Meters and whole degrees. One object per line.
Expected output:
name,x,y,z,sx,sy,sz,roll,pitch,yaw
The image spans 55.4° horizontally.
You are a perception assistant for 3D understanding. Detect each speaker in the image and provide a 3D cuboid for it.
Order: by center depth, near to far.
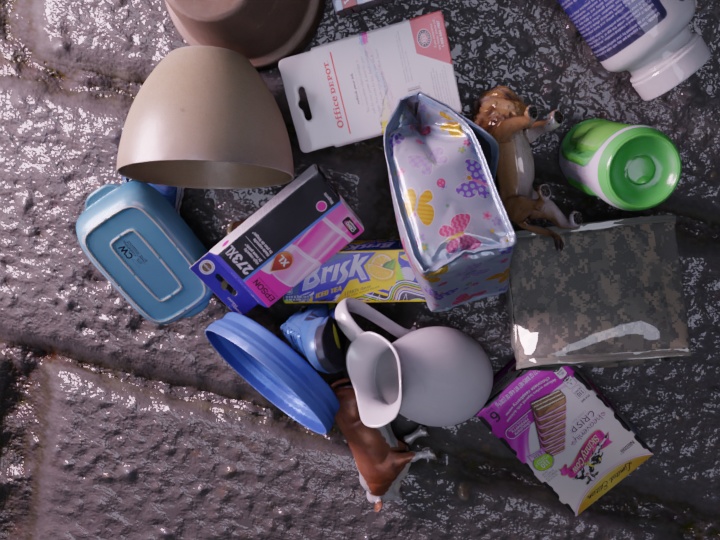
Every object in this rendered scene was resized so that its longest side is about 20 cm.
speaker,0.275,-0.120,0.748,0.087,0.200,0.090,1,105,3

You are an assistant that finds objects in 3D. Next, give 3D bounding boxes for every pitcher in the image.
pitcher,0.065,0.109,0.846,0.121,0.198,0.173,-46,55,29

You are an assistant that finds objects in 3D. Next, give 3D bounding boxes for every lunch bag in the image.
lunch bag,0.096,-0.079,0.757,0.125,0.170,0.203,-18,69,3
lunch bag,0.267,0.031,0.812,0.196,0.118,0.167,-3,79,4

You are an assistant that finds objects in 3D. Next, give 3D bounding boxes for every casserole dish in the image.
casserole dish,-0.257,-0.013,0.832,0.120,0.039,0.201,-31,116,7

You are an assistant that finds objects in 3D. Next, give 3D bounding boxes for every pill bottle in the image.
pill bottle,0.290,-0.293,0.750,0.110,0.111,0.201,-37,98,13

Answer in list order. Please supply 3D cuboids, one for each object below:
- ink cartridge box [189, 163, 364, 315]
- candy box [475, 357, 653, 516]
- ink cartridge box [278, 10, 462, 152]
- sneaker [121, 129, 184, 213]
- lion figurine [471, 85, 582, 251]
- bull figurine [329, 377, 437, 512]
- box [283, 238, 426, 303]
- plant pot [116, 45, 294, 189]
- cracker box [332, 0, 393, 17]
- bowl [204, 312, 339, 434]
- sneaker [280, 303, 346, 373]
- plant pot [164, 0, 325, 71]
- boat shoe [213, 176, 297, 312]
ink cartridge box,-0.100,-0.026,0.817,0.199,0.037,0.095,-37,116,10
candy box,0.263,0.204,0.905,0.200,0.061,0.136,44,104,-6
ink cartridge box,0.013,-0.221,0.819,0.196,0.068,0.118,-13,102,7
sneaker,-0.270,-0.083,0.865,0.077,0.089,0.204,-2,103,21
lion figurine,0.180,-0.117,0.785,0.071,0.122,0.204,-4,88,-27
bull figurine,0.029,0.231,0.935,0.120,0.065,0.202,-27,102,8
box,0.000,0.000,0.879,0.196,0.064,0.071,-1,104,7
plant pot,-0.175,-0.174,0.784,0.196,0.200,0.137,-1,88,6
cracker box,0.048,-0.387,0.778,0.196,0.058,0.136,-14,102,8
bowl,-0.109,0.128,0.866,0.200,0.200,0.040,42,69,-5
sneaker,-0.060,0.085,0.835,0.077,0.200,0.067,-13,99,2
plant pot,-0.145,-0.324,0.755,0.196,0.175,0.204,1,106,5
boat shoe,-0.138,-0.040,0.879,0.074,0.075,0.204,33,105,3
